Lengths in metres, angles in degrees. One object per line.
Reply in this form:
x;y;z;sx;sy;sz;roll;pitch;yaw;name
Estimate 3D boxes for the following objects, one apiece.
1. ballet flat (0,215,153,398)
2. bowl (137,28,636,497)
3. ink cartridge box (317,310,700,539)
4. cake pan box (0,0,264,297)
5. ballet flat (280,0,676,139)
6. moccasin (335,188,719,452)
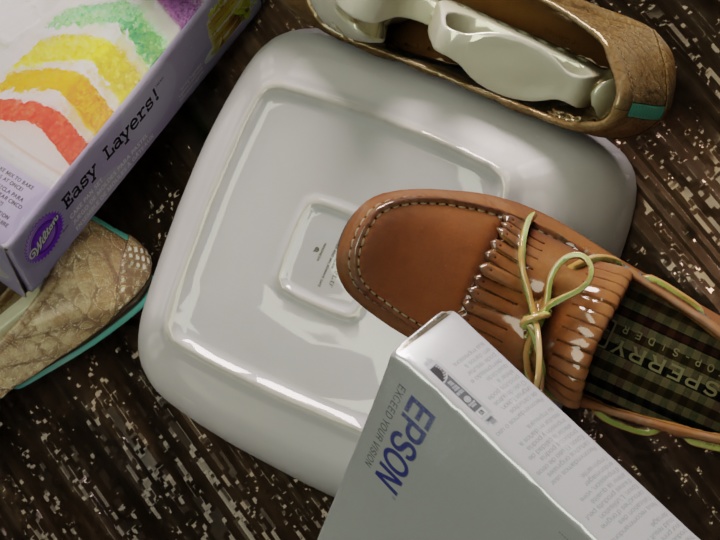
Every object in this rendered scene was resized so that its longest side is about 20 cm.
-0.188;0.040;1.055;0.200;0.071;0.065;-40;112;5;ballet flat
0.000;0.000;0.992;0.199;0.075;0.200;24;93;22;bowl
0.071;0.142;0.891;0.200;0.200;0.041;42;55;17;ink cartridge box
-0.175;-0.112;1.049;0.200;0.052;0.184;31;70;22;cake pan box
0.036;-0.106;0.950;0.200;0.072;0.068;27;111;13;ballet flat
0.084;0.024;0.905;0.201;0.078;0.074;29;91;-15;moccasin
